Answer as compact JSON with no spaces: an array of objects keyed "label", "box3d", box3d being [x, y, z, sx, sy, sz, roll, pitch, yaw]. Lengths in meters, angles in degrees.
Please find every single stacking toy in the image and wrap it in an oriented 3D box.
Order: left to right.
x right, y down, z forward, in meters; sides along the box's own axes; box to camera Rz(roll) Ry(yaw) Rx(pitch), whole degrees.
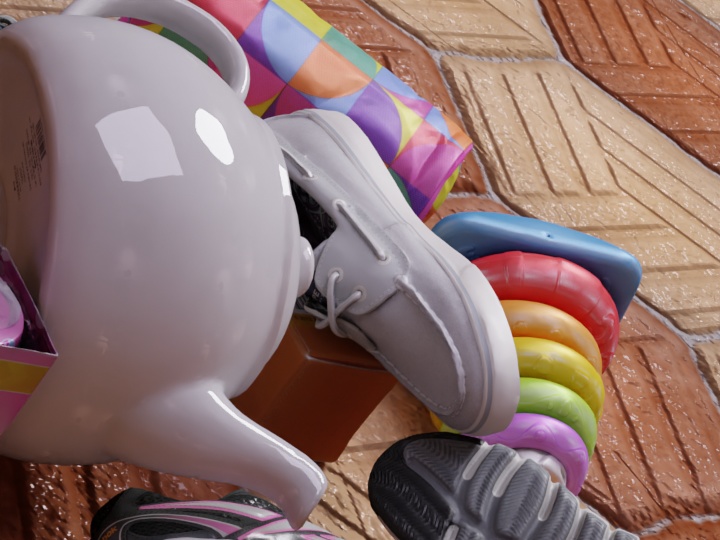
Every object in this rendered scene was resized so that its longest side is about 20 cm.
[{"label":"stacking toy","box3d":[0.077,0.079,1.449,0.116,0.110,0.200,13,43,-15]}]

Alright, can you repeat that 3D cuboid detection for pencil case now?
[{"label":"pencil case","box3d":[-0.036,-0.096,1.593,0.200,0.088,0.088,39,26,-1]}]

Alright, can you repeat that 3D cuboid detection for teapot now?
[{"label":"teapot","box3d":[-0.089,-0.013,1.236,0.146,0.200,0.197,4,8,-26]}]

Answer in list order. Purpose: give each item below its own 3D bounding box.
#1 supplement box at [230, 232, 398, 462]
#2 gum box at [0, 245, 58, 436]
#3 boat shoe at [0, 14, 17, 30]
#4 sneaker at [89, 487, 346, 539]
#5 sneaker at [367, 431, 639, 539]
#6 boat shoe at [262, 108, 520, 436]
[{"label":"supplement box","box3d":[-0.059,-0.003,1.429,0.069,0.067,0.200,11,36,-40]},{"label":"gum box","box3d":[-0.228,0.036,1.093,0.200,0.114,0.066,12,36,-42]},{"label":"boat shoe","box3d":[-0.162,-0.090,1.329,0.073,0.062,0.200,-112,177,-53]},{"label":"sneaker","box3d":[-0.027,0.129,1.246,0.200,0.080,0.086,24,18,-39]},{"label":"sneaker","box3d":[0.089,0.155,1.341,0.200,0.116,0.075,26,57,14]},{"label":"boat shoe","box3d":[0.000,0.000,1.354,0.068,0.072,0.200,-10,54,-33]}]
